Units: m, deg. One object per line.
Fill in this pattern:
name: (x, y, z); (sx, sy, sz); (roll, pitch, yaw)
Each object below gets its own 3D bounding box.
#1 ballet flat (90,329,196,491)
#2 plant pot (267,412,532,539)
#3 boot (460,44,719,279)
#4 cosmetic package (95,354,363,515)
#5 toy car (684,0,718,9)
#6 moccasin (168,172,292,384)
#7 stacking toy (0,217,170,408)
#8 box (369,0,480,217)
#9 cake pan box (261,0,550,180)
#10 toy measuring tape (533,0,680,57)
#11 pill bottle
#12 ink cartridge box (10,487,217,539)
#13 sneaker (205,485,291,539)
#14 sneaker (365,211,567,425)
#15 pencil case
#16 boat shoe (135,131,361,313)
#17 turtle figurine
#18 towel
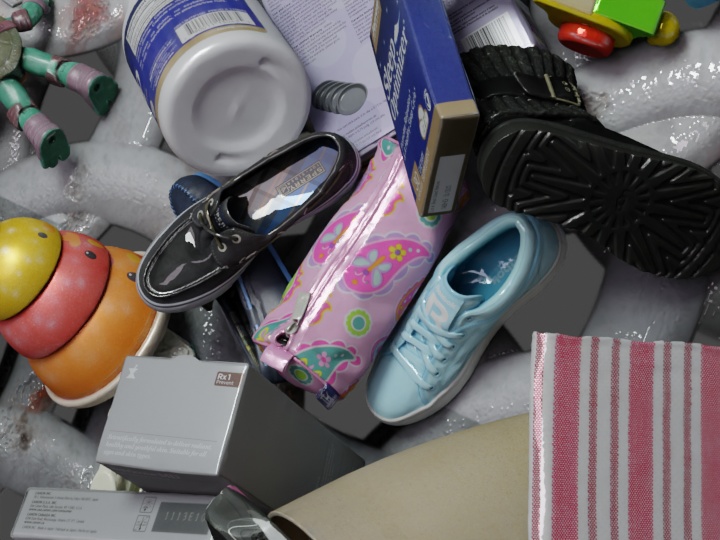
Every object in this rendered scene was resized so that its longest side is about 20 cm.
ballet flat: (-0.182, 0.144, 1.129); (0.071, 0.072, 0.201); (10, 84, 28)
plant pot: (0.072, 0.184, 0.917); (0.200, 0.188, 0.187); (-32, 62, -19)
boot: (0.162, -0.084, 0.981); (0.080, 0.210, 0.158); (-60, 18, 22)
cosmetic package: (-0.088, 0.137, 0.999); (0.106, 0.200, 0.091); (1, 67, 29)
toy car: (0.260, -0.299, 0.910); (0.184, 0.200, 0.178); (-23, 70, 22)
moccasin: (-0.103, 0.003, 1.097); (0.068, 0.081, 0.200); (-27, 61, -23)
stacking toy: (-0.261, 0.007, 1.104); (0.146, 0.200, 0.147); (-25, 45, 28)
box: (0.038, -0.153, 0.975); (0.032, 0.121, 0.201); (-8, 61, -9)
cake pan box: (0.033, -0.197, 1.093); (0.199, 0.052, 0.185); (-31, 70, 19)
toy measuring tape: (0.136, -0.205, 1.009); (0.199, 0.074, 0.074); (20, 89, -1)
pill bottle: (-0.125, -0.174, 1.106); (0.120, 0.120, 0.200); (-46, 39, 12)
ink cartridge box: (-0.130, 0.219, 1.027); (0.199, 0.174, 0.044); (-4, 56, 34)
sneaker: (-0.067, 0.237, 0.899); (0.086, 0.201, 0.080); (-31, 30, -23)
sneaker: (0.063, 0.029, 1.014); (0.074, 0.082, 0.200); (44, 101, 28)
pencil case: (0.000, 0.000, 1.026); (0.087, 0.087, 0.200); (28, 78, 29)
boat shoe: (-0.087, -0.039, 1.036); (0.199, 0.066, 0.070); (-31, 79, 1)
turtle figurine: (-0.323, -0.184, 1.251); (0.200, 0.101, 0.150); (35, 97, 22)
towel: (0.194, 0.119, 0.887); (0.030, 0.199, 0.147); (157, 118, -68)
